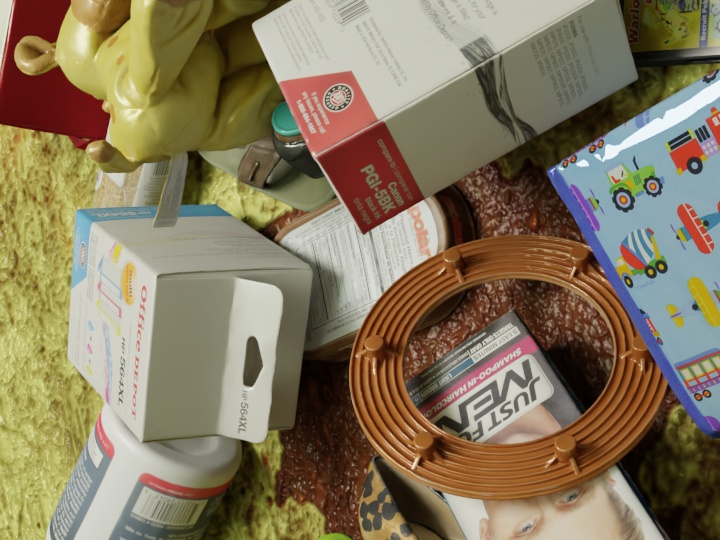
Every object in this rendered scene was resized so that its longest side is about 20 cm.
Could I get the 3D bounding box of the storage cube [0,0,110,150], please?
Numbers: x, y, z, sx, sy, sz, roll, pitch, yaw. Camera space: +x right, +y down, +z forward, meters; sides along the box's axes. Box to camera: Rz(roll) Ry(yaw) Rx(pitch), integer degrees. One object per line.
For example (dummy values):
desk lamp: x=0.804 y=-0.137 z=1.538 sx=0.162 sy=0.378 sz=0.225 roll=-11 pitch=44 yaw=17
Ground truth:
storage cube: x=-0.269 y=-0.212 z=1.170 sx=0.170 sy=0.179 sz=0.202 roll=19 pitch=99 yaw=43

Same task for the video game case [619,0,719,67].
video game case: x=0.235 y=-0.224 z=0.784 sx=0.180 sy=0.025 sz=0.202 roll=4 pitch=90 yaw=44

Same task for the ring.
ring: x=0.089 y=0.049 z=0.814 sx=0.200 sy=0.200 sz=0.019 roll=38 pitch=157 yaw=39

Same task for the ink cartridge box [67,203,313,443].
ink cartridge box: x=-0.128 y=0.038 z=1.007 sx=0.200 sy=0.124 sz=0.130 roll=30 pitch=118 yaw=56

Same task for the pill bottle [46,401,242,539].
pill bottle: x=-0.188 y=0.203 z=1.099 sx=0.120 sy=0.119 sz=0.201 roll=46 pitch=117 yaw=36

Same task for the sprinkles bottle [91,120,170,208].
sprinkles bottle: x=-0.190 y=-0.079 z=1.137 sx=0.068 sy=0.068 sz=0.201 roll=42 pitch=125 yaw=38

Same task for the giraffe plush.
giraffe plush: x=-0.148 y=-0.157 z=0.947 sx=0.162 sy=0.172 sz=0.201 roll=40 pitch=107 yaw=35

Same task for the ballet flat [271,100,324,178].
ballet flat: x=0.036 y=-0.112 z=0.930 sx=0.198 sy=0.069 sz=0.068 roll=-15 pitch=45 yaw=16

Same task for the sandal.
sandal: x=-0.077 y=-0.095 z=1.055 sx=0.200 sy=0.057 sz=0.081 roll=16 pitch=98 yaw=42

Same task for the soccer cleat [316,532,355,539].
soccer cleat: x=-0.010 y=0.283 z=0.938 sx=0.067 sy=0.081 sz=0.202 roll=-8 pitch=86 yaw=-1

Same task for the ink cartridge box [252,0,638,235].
ink cartridge box: x=0.051 y=-0.137 z=0.837 sx=0.199 sy=0.083 sz=0.147 roll=-29 pitch=47 yaw=4

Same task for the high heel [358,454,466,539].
high heel: x=0.071 y=0.168 z=0.878 sx=0.200 sy=0.071 sz=0.144 roll=-35 pitch=67 yaw=45

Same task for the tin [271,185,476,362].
tin: x=0.000 y=0.000 z=0.989 sx=0.199 sy=0.042 sz=0.113 roll=-26 pitch=73 yaw=40

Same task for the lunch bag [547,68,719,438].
lunch bag: x=0.219 y=-0.002 z=0.740 sx=0.150 sy=0.094 sz=0.202 roll=-30 pitch=79 yaw=43

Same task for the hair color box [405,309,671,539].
hair color box: x=0.105 y=0.129 z=0.805 sx=0.100 sy=0.061 sz=0.201 roll=-35 pitch=47 yaw=6
